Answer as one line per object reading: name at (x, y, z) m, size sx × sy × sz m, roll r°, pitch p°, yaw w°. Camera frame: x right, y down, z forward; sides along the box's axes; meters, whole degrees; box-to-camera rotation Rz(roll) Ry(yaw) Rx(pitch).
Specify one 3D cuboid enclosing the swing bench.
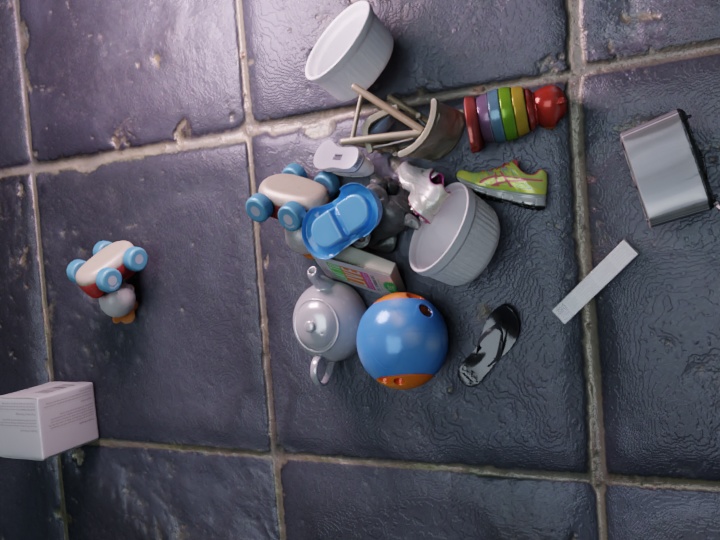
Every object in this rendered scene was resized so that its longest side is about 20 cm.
swing bench at (0.094, -0.295, 1.453) m, size 0.196 × 0.198 × 0.133 m, roll 18°, pitch 102°, yaw 24°

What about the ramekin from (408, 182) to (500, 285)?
ramekin at (0.196, -0.066, 1.429) m, size 0.104 × 0.201 × 0.202 m, roll 26°, pitch 110°, yaw -20°

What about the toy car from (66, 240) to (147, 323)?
toy car at (-0.653, 0.045, 1.890) m, size 0.181 × 0.177 × 0.203 m, roll 10°, pitch 131°, yaw 38°

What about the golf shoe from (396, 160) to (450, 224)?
golf shoe at (0.136, -0.182, 1.473) m, size 0.091 × 0.075 × 0.202 m, roll -44°, pitch 36°, yaw 21°

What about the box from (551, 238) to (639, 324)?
box at (0.464, 0.024, 1.388) m, size 0.041 × 0.039 × 0.201 m, roll 45°, pitch 111°, yaw 14°

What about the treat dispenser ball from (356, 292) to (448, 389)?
treat dispenser ball at (0.089, 0.150, 1.491) m, size 0.196 × 0.200 × 0.206 m, roll 2°, pitch 95°, yaw 25°

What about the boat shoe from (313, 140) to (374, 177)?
boat shoe at (-0.037, -0.246, 1.577) m, size 0.198 × 0.065 × 0.073 m, roll 15°, pitch 79°, yaw 55°

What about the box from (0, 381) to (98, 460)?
box at (-0.890, 0.422, 1.991) m, size 0.196 × 0.198 × 0.176 m, roll -5°, pitch 93°, yaw 27°

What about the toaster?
toaster at (0.547, -0.175, 1.245) m, size 0.116 × 0.199 × 0.185 m, roll -19°, pitch 87°, yaw 21°

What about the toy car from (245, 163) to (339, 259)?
toy car at (-0.149, -0.111, 1.630) m, size 0.173 × 0.185 × 0.204 m, roll 15°, pitch 129°, yaw 24°

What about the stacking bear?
stacking bear at (0.313, -0.313, 1.401) m, size 0.195 × 0.121 × 0.117 m, roll -10°, pitch 98°, yaw 16°

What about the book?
book at (0.000, 0.000, 1.567) m, size 0.196 × 0.134 × 0.049 m, roll 18°, pitch 68°, yaw 24°

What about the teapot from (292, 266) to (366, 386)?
teapot at (-0.084, 0.125, 1.604) m, size 0.201 × 0.145 × 0.198 m, roll 48°, pitch 112°, yaw 14°

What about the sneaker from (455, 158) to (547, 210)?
sneaker at (0.293, -0.187, 1.441) m, size 0.196 × 0.078 × 0.093 m, roll 16°, pitch 93°, yaw 18°

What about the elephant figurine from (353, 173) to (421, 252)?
elephant figurine at (0.027, -0.099, 1.556) m, size 0.140 × 0.156 × 0.201 m, roll 29°, pitch 121°, yaw -13°

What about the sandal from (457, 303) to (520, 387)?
sandal at (0.275, 0.166, 1.489) m, size 0.075 × 0.043 × 0.203 m, roll 33°, pitch 108°, yaw 19°

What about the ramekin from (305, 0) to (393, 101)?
ramekin at (-0.020, -0.463, 1.502) m, size 0.199 × 0.097 × 0.203 m, roll -36°, pitch 35°, yaw 30°

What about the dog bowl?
dog bowl at (-0.036, -0.105, 1.478) m, size 0.198 × 0.049 × 0.113 m, roll -31°, pitch 84°, yaw 28°
